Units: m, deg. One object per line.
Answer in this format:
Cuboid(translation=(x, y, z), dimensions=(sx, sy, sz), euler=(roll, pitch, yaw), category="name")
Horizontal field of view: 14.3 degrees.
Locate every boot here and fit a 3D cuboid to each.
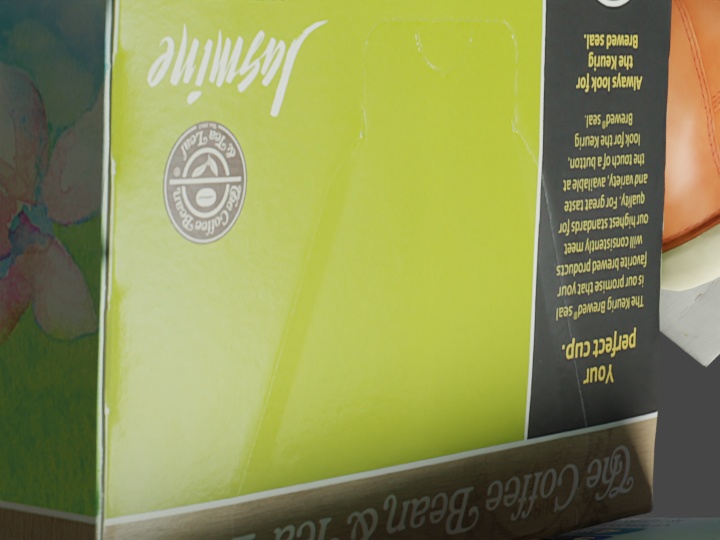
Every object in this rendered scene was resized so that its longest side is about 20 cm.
Cuboid(translation=(0.102, -0.064, 0.819), dimensions=(0.075, 0.107, 0.200), euler=(-25, -171, 32), category="boot")

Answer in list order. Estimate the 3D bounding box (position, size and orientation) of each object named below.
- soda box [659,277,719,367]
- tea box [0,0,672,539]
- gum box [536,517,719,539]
Cuboid(translation=(0.152, -0.067, 0.918), dimensions=(0.200, 0.068, 0.063), euler=(-48, -168, 21), category="soda box")
Cuboid(translation=(-0.037, -0.037, 0.617), dimensions=(0.200, 0.133, 0.198), euler=(-5, 97, -54), category="tea box")
Cuboid(translation=(-0.019, 0.088, 0.620), dimensions=(0.200, 0.170, 0.045), euler=(-6, 91, -50), category="gum box")
